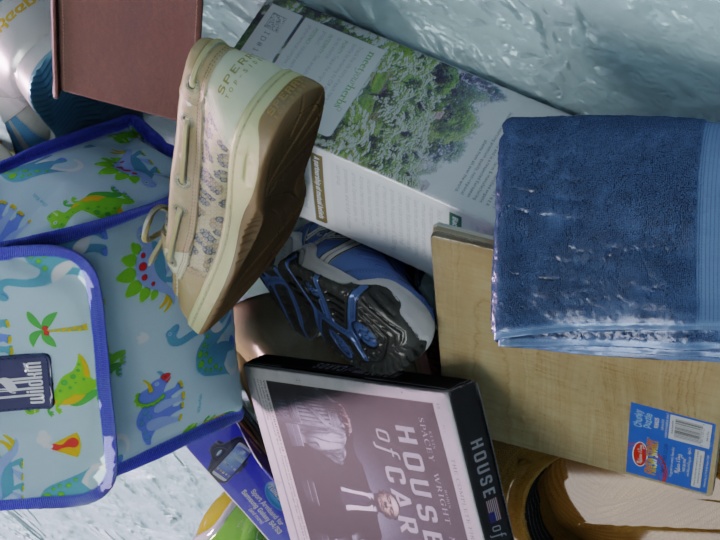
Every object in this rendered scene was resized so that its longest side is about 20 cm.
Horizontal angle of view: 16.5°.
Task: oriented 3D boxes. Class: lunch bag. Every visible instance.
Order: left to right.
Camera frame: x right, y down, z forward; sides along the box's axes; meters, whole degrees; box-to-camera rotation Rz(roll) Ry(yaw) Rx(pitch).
[{"bbox_3d":[-0.170,0.030,1.373,0.127,0.200,0.170,30,132,44],"label":"lunch bag"}]

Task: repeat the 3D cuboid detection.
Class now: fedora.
[{"bbox_3d":[0.168,0.126,1.411,0.200,0.082,0.201,12,129,16],"label":"fedora"}]

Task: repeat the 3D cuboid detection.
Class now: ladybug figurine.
[{"bbox_3d":[-0.023,0.077,1.543,0.136,0.072,0.200,53,168,24],"label":"ladybug figurine"}]

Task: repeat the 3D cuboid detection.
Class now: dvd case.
[{"bbox_3d":[0.014,0.125,1.377,0.200,0.025,0.151,4,112,56],"label":"dvd case"}]

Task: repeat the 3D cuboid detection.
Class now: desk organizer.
[{"bbox_3d":[-0.105,-0.162,1.213,0.077,0.072,0.200,15,146,4],"label":"desk organizer"}]

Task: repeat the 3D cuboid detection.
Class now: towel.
[{"bbox_3d":[0.157,-0.014,1.139,0.200,0.112,0.049,4,-176,15],"label":"towel"}]

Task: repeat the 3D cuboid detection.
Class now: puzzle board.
[{"bbox_3d":[0.113,0.046,1.268,0.151,0.017,0.200,14,151,13],"label":"puzzle board"}]

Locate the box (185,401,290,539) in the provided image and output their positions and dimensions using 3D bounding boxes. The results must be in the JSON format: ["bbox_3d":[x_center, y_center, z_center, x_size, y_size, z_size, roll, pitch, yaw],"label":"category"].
[{"bbox_3d":[-0.093,0.101,1.614,0.119,0.041,0.200,52,-179,-34],"label":"box"}]

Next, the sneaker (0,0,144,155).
[{"bbox_3d":[-0.178,-0.108,1.431,0.081,0.076,0.200,49,163,17],"label":"sneaker"}]

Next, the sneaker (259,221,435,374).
[{"bbox_3d":[0.000,0.000,1.344,0.076,0.077,0.200,58,170,-20],"label":"sneaker"}]

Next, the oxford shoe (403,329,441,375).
[{"bbox_3d":[0.030,0.120,1.458,0.074,0.200,0.071,-15,158,19],"label":"oxford shoe"}]

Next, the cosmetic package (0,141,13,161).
[{"bbox_3d":[-0.263,-0.061,1.485,0.200,0.087,0.103,47,166,36],"label":"cosmetic package"}]

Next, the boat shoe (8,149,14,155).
[{"bbox_3d":[-0.189,-0.014,1.598,0.200,0.063,0.073,29,154,6],"label":"boat shoe"}]

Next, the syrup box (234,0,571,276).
[{"bbox_3d":[0.024,-0.058,1.277,0.200,0.079,0.081,24,152,14],"label":"syrup box"}]

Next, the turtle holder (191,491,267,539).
[{"bbox_3d":[-0.063,0.198,1.744,0.132,0.141,0.186,-1,140,49],"label":"turtle holder"}]

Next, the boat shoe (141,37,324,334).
[{"bbox_3d":[-0.068,-0.042,1.244,0.063,0.073,0.200,34,143,10],"label":"boat shoe"}]
